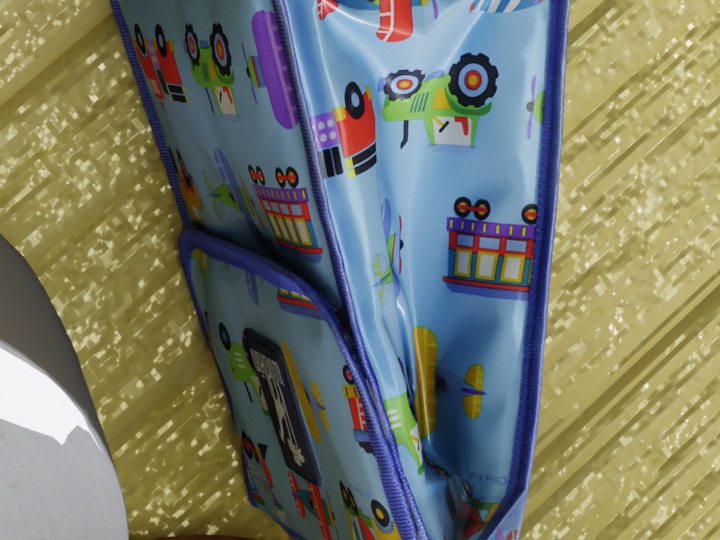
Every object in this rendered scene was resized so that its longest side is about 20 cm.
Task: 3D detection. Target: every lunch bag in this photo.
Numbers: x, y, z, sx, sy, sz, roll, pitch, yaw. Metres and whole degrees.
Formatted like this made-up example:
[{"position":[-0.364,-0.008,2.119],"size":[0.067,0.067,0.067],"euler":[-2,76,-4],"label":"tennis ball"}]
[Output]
[{"position":[0.000,0.000,0.788],"size":[0.094,0.150,0.201],"euler":[-9,98,-21],"label":"lunch bag"}]

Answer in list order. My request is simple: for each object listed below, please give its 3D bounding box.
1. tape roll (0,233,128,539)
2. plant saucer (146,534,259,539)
[{"position":[-0.164,0.067,0.725],"size":[0.199,0.066,0.201],"euler":[-11,128,-14],"label":"tape roll"},{"position":[-0.054,0.179,0.847],"size":[0.199,0.032,0.201],"euler":[-2,96,-23],"label":"plant saucer"}]
